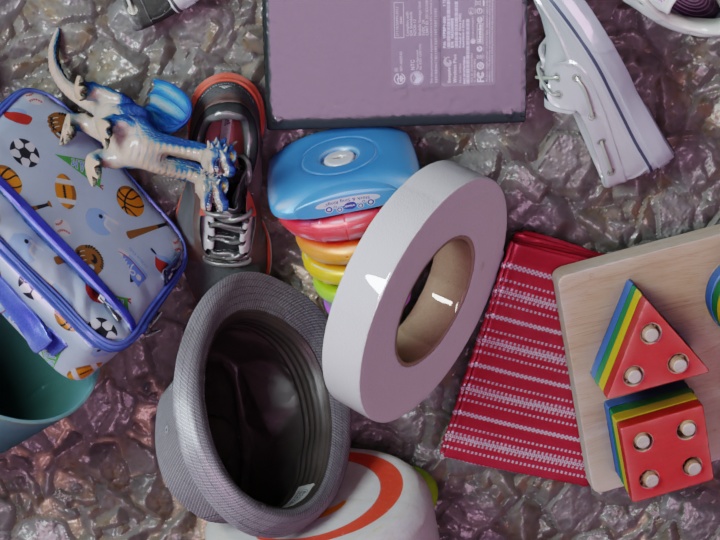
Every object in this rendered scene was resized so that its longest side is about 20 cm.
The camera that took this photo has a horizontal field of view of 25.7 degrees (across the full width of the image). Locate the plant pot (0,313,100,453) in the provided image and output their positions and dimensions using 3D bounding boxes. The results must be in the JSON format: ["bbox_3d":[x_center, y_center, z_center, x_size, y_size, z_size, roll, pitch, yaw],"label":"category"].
[{"bbox_3d":[-0.319,0.061,1.167,0.161,0.201,0.201,-36,108,28],"label":"plant pot"}]

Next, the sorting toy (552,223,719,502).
[{"bbox_3d":[0.270,0.076,1.254,0.198,0.070,0.201,-15,113,-4],"label":"sorting toy"}]

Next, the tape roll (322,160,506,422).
[{"bbox_3d":[0.043,0.016,1.177,0.037,0.202,0.204,26,108,24],"label":"tape roll"}]

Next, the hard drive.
[{"bbox_3d":[0.025,-0.179,1.185,0.198,0.033,0.141,-2,106,-3],"label":"hard drive"}]

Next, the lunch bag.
[{"bbox_3d":[-0.222,-0.023,1.154,0.200,0.161,0.075,47,126,-11],"label":"lunch bag"}]

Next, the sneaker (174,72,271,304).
[{"bbox_3d":[-0.107,-0.044,1.199,0.076,0.082,0.202,-3,111,-3],"label":"sneaker"}]

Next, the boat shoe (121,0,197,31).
[{"bbox_3d":[-0.187,-0.266,1.126,0.063,0.071,0.201,-26,110,4],"label":"boat shoe"}]

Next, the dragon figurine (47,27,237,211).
[{"bbox_3d":[-0.161,-0.106,1.150,0.099,0.200,0.059,0,122,-36],"label":"dragon figurine"}]

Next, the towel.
[{"bbox_3d":[0.157,0.074,1.284,0.143,0.023,0.202,13,109,-14],"label":"towel"}]

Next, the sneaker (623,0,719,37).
[{"bbox_3d":[0.198,-0.236,1.145,0.199,0.100,0.075,30,107,-11],"label":"sneaker"}]

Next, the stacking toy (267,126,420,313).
[{"bbox_3d":[0.000,0.000,1.222,0.115,0.110,0.202,-10,120,1],"label":"stacking toy"}]

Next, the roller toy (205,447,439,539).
[{"bbox_3d":[-0.027,0.240,1.246,0.198,0.183,0.141,-10,111,0],"label":"roller toy"}]

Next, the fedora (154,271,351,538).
[{"bbox_3d":[-0.093,0.111,1.199,0.090,0.202,0.176,-24,145,38],"label":"fedora"}]

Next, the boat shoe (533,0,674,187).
[{"bbox_3d":[0.165,-0.143,1.182,0.066,0.074,0.201,-32,113,10],"label":"boat shoe"}]
